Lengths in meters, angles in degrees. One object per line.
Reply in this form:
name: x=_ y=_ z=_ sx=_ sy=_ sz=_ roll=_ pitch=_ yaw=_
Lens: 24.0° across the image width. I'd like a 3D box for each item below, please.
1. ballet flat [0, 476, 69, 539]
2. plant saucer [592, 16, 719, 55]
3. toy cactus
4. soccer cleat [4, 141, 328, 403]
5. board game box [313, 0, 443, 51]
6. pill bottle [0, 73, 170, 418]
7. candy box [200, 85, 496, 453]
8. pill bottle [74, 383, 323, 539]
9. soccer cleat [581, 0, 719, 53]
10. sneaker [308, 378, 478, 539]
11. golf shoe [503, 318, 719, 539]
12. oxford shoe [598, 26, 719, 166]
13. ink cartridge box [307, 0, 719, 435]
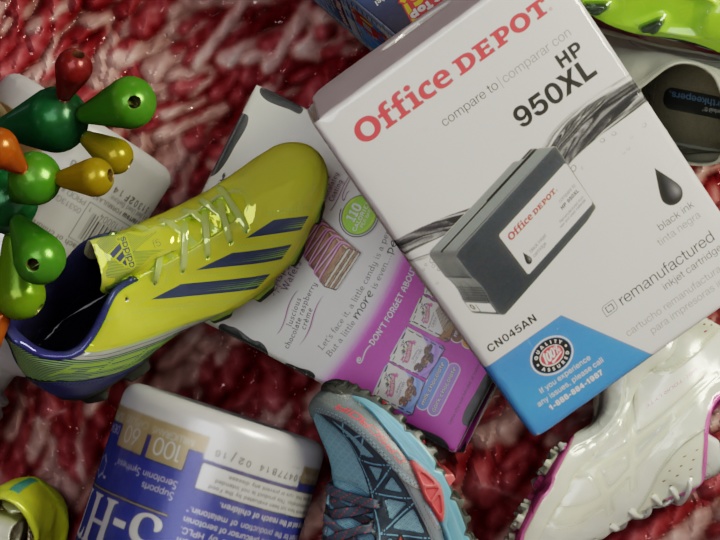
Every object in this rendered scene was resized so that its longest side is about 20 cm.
ballet flat: x=-0.219 y=0.216 z=0.973 sx=0.066 sy=0.067 sz=0.202 roll=14 pitch=85 yaw=9
plant saucer: x=0.217 y=-0.178 z=0.972 sx=0.199 sy=0.051 sz=0.202 roll=-1 pitch=82 yaw=7
toy cactus: x=-0.201 y=-0.050 z=0.879 sx=0.200 sy=0.102 sz=0.165 roll=-47 pitch=49 yaw=15
soccer cleat: x=-0.103 y=-0.005 z=0.909 sx=0.200 sy=0.084 sz=0.065 roll=-38 pitch=51 yaw=2
board game box: x=0.051 y=-0.191 z=0.967 sx=0.199 sy=0.062 sz=0.201 roll=-31 pitch=65 yaw=-1
pill bottle: x=-0.207 y=-0.001 z=0.975 sx=0.114 sy=0.114 sz=0.201 roll=31 pitch=88 yaw=10
candy box: x=0.000 y=0.000 z=0.974 sx=0.199 sy=0.061 sz=0.137 roll=28 pitch=88 yaw=9
pill bottle: x=-0.104 y=0.174 z=0.936 sx=0.119 sy=0.120 sz=0.201 roll=17 pitch=85 yaw=9
soccer cleat: x=0.178 y=-0.158 z=0.905 sx=0.199 sy=0.081 sz=0.068 roll=24 pitch=127 yaw=-2
sneaker: x=0.013 y=0.157 z=0.905 sx=0.095 sy=0.079 sz=0.201 roll=-30 pitch=102 yaw=-20
golf shoe: x=0.148 y=0.111 z=0.935 sx=0.091 sy=0.075 sz=0.201 roll=32 pitch=89 yaw=7
oxford shoe: x=0.133 y=-0.096 z=0.943 sx=0.199 sy=0.058 sz=0.076 roll=11 pitch=113 yaw=29
ink cartridge box: x=0.085 y=-0.042 z=0.868 sx=0.144 sy=0.084 sz=0.201 roll=-36 pitch=101 yaw=4
